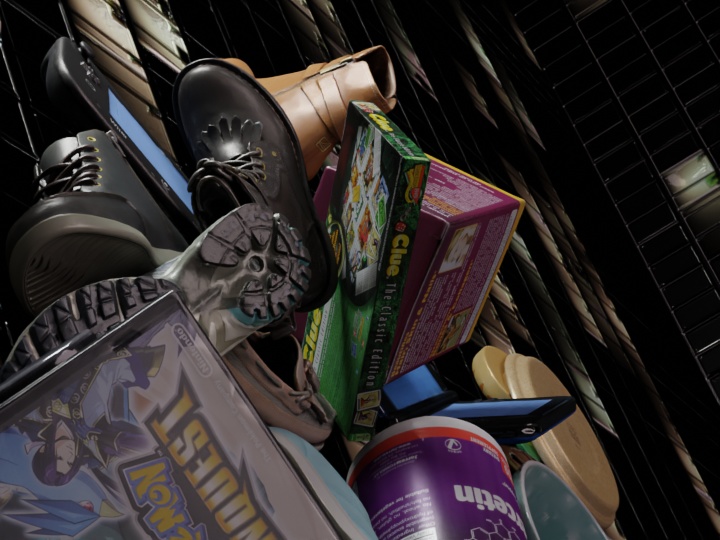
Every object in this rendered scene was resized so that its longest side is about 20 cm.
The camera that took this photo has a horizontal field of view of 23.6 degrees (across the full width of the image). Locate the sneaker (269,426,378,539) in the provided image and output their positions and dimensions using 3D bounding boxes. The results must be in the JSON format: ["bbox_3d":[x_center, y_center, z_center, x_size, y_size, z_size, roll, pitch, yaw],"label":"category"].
[{"bbox_3d":[-0.007,0.175,1.010,0.200,0.074,0.082,61,19,9],"label":"sneaker"}]

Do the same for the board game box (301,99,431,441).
[{"bbox_3d":[0.000,0.000,1.131,0.023,0.200,0.105,0,26,-25],"label":"board game box"}]

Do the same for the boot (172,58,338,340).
[{"bbox_3d":[-0.072,-0.052,1.063,0.200,0.069,0.174,62,7,5],"label":"boot"}]

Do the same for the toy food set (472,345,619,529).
[{"bbox_3d":[0.187,0.169,1.678,0.200,0.049,0.198,38,25,-52],"label":"toy food set"}]

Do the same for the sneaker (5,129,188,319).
[{"bbox_3d":[-0.162,-0.031,0.954,0.106,0.075,0.200,56,5,12],"label":"sneaker"}]

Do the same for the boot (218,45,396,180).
[{"bbox_3d":[-0.047,-0.133,1.332,0.074,0.155,0.200,47,19,-35],"label":"boot"}]

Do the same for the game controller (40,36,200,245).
[{"bbox_3d":[-0.134,-0.064,1.113,0.200,0.042,0.104,51,-2,-22],"label":"game controller"}]

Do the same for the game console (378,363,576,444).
[{"bbox_3d":[0.072,0.074,1.387,0.200,0.171,0.118,-9,94,-73],"label":"game console"}]

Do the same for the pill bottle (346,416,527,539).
[{"bbox_3d":[0.054,0.193,1.092,0.112,0.112,0.200,48,18,-32],"label":"pill bottle"}]

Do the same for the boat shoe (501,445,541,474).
[{"bbox_3d":[0.143,0.225,1.406,0.068,0.072,0.200,37,16,-44],"label":"boat shoe"}]

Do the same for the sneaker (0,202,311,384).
[{"bbox_3d":[-0.112,0.040,0.902,0.200,0.086,0.078,-30,86,-42],"label":"sneaker"}]

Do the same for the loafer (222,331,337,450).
[{"bbox_3d":[-0.061,0.061,1.061,0.072,0.063,0.200,46,7,34],"label":"loafer"}]

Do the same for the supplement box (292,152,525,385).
[{"bbox_3d":[0.031,-0.007,1.291,0.103,0.131,0.200,27,15,16],"label":"supplement box"}]

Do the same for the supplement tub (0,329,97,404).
[{"bbox_3d":[-0.095,0.127,0.768,0.200,0.107,0.107,56,15,-5],"label":"supplement tub"}]

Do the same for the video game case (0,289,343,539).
[{"bbox_3d":[-0.090,0.138,0.692,0.181,0.026,0.200,-36,95,-30],"label":"video game case"}]

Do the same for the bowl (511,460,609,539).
[{"bbox_3d":[0.127,0.247,1.230,0.201,0.105,0.201,52,17,-23],"label":"bowl"}]
